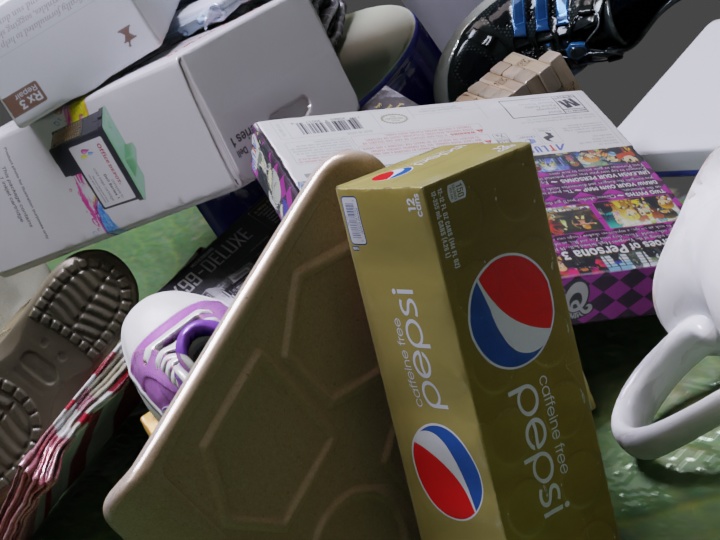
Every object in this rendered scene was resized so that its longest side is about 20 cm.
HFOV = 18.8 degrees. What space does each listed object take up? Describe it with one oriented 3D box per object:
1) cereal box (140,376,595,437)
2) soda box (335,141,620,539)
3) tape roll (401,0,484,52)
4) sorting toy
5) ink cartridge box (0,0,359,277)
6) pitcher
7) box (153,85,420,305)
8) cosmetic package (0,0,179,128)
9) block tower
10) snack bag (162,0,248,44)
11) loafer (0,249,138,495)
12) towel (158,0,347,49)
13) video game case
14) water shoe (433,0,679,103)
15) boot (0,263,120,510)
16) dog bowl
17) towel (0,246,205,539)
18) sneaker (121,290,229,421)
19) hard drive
[{"bbox_3d":[0.002,0.073,1.119,0.199,0.040,0.144,-35,46,-7],"label":"cereal box"},{"bbox_3d":[0.054,0.049,0.958,0.067,0.202,0.064,-23,15,-35],"label":"soda box"},{"bbox_3d":[0.121,-0.240,1.595,0.199,0.066,0.201,-29,23,14],"label":"tape roll"},{"bbox_3d":[-0.011,0.076,0.983,0.036,0.185,0.201,9,58,48],"label":"sorting toy"},{"bbox_3d":[-0.122,-0.082,1.289,0.199,0.084,0.145,-18,12,36],"label":"ink cartridge box"},{"bbox_3d":[0.192,0.021,0.968,0.172,0.121,0.200,-58,15,-4],"label":"pitcher"},{"bbox_3d":[0.000,0.000,1.245,0.200,0.050,0.157,-43,46,-14],"label":"box"},{"bbox_3d":[-0.165,-0.165,1.293,0.101,0.074,0.200,-30,16,11],"label":"cosmetic package"},{"bbox_3d":[0.051,-0.057,1.355,0.200,0.054,0.058,-39,25,-9],"label":"block tower"},{"bbox_3d":[-0.094,-0.179,1.367,0.188,0.022,0.200,-15,20,44],"label":"snack bag"},{"bbox_3d":[-0.200,0.068,1.310,0.200,0.076,0.067,-44,2,11],"label":"loafer"},{"bbox_3d":[-0.107,-0.132,1.477,0.165,0.086,0.200,-20,26,28],"label":"towel"},{"bbox_3d":[0.062,-0.031,1.137,0.198,0.036,0.182,-7,35,-19],"label":"video game case"},{"bbox_3d":[0.134,-0.160,1.419,0.200,0.072,0.079,-39,26,-9],"label":"water shoe"},{"bbox_3d":[-0.240,0.063,1.385,0.072,0.155,0.201,-13,34,36],"label":"boot"},{"bbox_3d":[-0.026,-0.092,1.492,0.199,0.079,0.200,-29,24,14],"label":"dog bowl"},{"bbox_3d":[-0.156,0.089,1.317,0.200,0.023,0.144,-53,-4,-37],"label":"towel"},{"bbox_3d":[-0.070,0.044,1.070,0.073,0.115,0.200,-41,45,-11],"label":"sneaker"},{"bbox_3d":[0.243,-0.102,1.221,0.132,0.025,0.199,-47,26,-27],"label":"hard drive"}]
